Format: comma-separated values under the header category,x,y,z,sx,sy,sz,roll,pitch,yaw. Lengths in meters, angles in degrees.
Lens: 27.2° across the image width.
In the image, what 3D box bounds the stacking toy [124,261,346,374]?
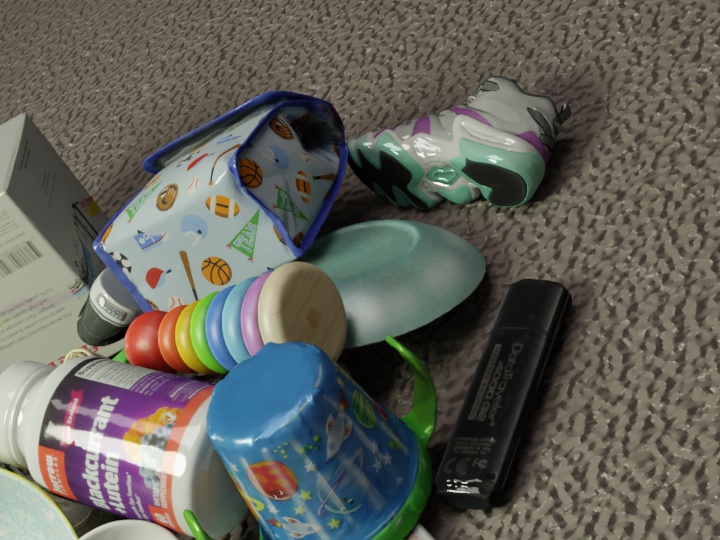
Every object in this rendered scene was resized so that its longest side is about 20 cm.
category,x,y,z,sx,sy,sz,roll,pitch,yaw
stacking toy,-0.109,0.051,1.147,0.200,0.085,0.085,-13,40,40

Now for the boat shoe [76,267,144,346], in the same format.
category,x,y,z,sx,sy,sz,roll,pitch,yaw
boat shoe,-0.200,0.011,1.351,0.057,0.069,0.200,-50,-2,24

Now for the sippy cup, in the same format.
category,x,y,z,sx,sy,sz,roll,pitch,yaw
sippy cup,-0.037,0.123,1.039,0.139,0.130,0.178,-6,43,35

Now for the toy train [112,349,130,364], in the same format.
category,x,y,z,sx,sy,sz,roll,pitch,yaw
toy train,-0.163,0.054,1.335,0.200,0.042,0.056,-43,26,-12

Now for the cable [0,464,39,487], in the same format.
category,x,y,z,sx,sy,sz,roll,pitch,yaw
cable,-0.309,0.178,1.294,0.097,0.050,0.200,-17,33,-4

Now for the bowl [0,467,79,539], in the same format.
category,x,y,z,sx,sy,sz,roll,pitch,yaw
bowl,-0.298,0.249,1.140,0.200,0.200,0.108,-41,-7,-8

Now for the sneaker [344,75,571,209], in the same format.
category,x,y,z,sx,sy,sz,roll,pitch,yaw
sneaker,0.093,-0.123,1.311,0.200,0.078,0.140,10,51,35

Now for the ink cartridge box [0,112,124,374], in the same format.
category,x,y,z,sx,sy,sz,roll,pitch,yaw
ink cartridge box,-0.319,-0.008,1.388,0.147,0.200,0.145,-26,33,13

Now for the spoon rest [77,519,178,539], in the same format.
category,x,y,z,sx,sy,sz,roll,pitch,yaw
spoon rest,-0.213,0.245,1.057,0.200,0.100,0.061,-20,-3,-4

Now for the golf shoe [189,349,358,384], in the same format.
category,x,y,z,sx,sy,sz,roll,pitch,yaw
golf shoe,-0.095,0.122,1.171,0.200,0.073,0.092,-27,36,12

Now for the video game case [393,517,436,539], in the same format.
category,x,y,z,sx,sy,sz,roll,pitch,yaw
video game case,-0.017,0.244,1.013,0.182,0.024,0.200,-40,35,-8

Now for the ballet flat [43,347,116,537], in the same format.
category,x,y,z,sx,sy,sz,roll,pitch,yaw
ballet flat,-0.235,0.155,1.219,0.067,0.062,0.200,-14,54,18

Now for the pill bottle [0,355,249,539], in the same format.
category,x,y,z,sx,sy,sz,roll,pitch,yaw
pill bottle,-0.181,0.126,1.123,0.200,0.112,0.112,10,53,26

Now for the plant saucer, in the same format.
category,x,y,z,sx,sy,sz,roll,pitch,yaw
plant saucer,0.000,0.000,1.209,0.201,0.039,0.201,-14,23,6

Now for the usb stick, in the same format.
category,x,y,z,sx,sy,sz,roll,pitch,yaw
usb stick,0.106,0.086,1.089,0.055,0.033,0.200,1,48,30

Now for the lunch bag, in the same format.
category,x,y,z,sx,sy,sz,roll,pitch,yaw
lunch bag,-0.111,-0.066,1.283,0.170,0.124,0.200,-26,18,29
